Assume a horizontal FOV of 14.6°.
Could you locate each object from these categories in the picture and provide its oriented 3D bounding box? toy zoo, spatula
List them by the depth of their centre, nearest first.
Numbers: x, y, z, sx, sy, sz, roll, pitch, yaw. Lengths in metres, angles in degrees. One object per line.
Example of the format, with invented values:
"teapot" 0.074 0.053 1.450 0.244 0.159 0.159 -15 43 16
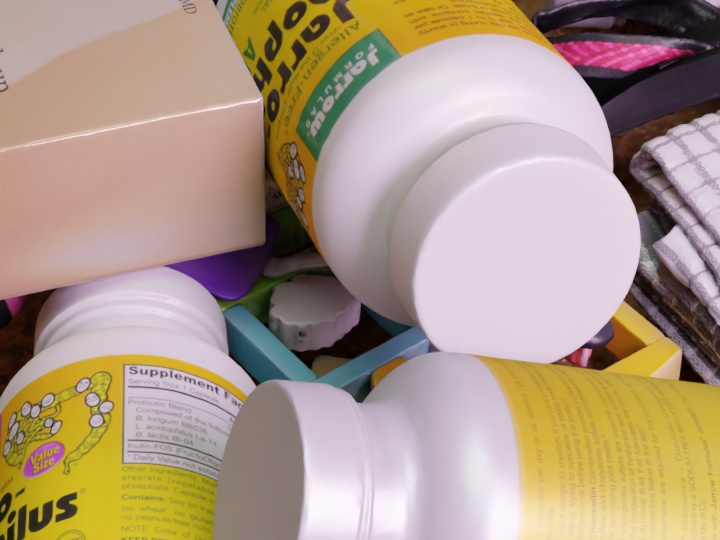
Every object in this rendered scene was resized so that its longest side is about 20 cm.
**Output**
"spatula" 0.000 0.000 1.073 0.199 0.021 0.057 13 41 13
"toy zoo" 0.029 0.025 1.077 0.131 0.021 0.200 -26 49 -28

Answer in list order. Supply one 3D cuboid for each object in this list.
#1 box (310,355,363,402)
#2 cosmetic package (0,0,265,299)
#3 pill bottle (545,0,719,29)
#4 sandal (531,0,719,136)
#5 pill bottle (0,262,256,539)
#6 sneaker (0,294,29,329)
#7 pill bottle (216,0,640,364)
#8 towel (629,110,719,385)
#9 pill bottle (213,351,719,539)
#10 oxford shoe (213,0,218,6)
"box" 0.044 0.125 1.022 0.162 0.021 0.201 8 51 6
"cosmetic package" -0.142 -0.046 1.029 0.199 0.071 0.105 -13 42 -16
"pill bottle" 0.177 -0.148 1.174 0.199 0.120 0.120 -1 52 1
"sandal" 0.109 -0.089 1.112 0.199 0.045 0.075 -18 27 18
"pill bottle" -0.081 0.092 0.992 0.104 0.105 0.201 -3 43 -2
"sneaker" -0.226 -0.001 1.098 0.199 0.074 0.088 17 57 17
"pill bottle" 0.024 -0.049 1.018 0.112 0.113 0.200 -17 34 -12
"towel" 0.210 0.014 1.064 0.165 0.086 0.200 -24 57 -20
"pill bottle" 0.058 0.087 0.932 0.199 0.112 0.112 8 48 -23
"oxford shoe" -0.032 -0.115 1.161 0.199 0.072 0.071 0 24 -32
